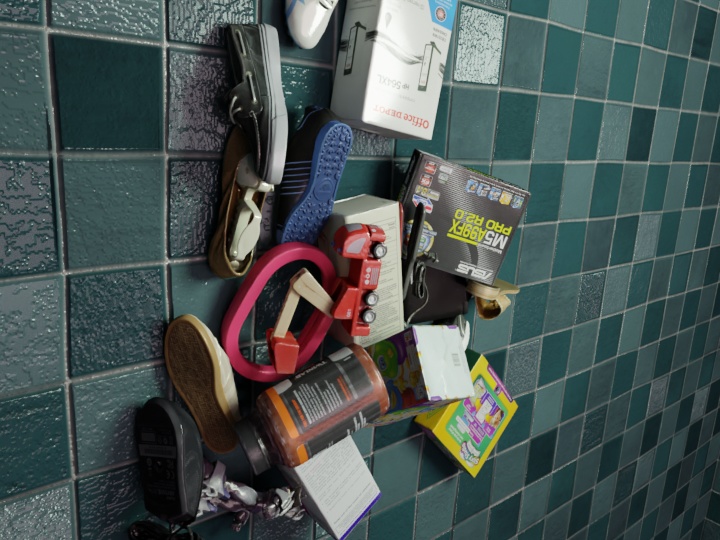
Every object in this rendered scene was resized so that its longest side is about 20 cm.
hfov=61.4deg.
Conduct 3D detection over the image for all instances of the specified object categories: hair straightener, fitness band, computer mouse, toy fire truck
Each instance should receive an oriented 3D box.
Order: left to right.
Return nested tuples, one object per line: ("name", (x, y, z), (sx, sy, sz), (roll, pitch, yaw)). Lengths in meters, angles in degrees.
("computer mouse", (-0.238, 0.258, 0.767), (0.052, 0.136, 0.206), (-4, 93, -57))
("fitness band", (-0.108, 0.058, 0.839), (0.142, 0.037, 0.203), (28, 94, -34))
("toy fire truck", (-0.047, 0.034, 0.807), (0.138, 0.049, 0.205), (3, 107, -23))
("hair straightener", (0.085, -0.005, 0.927), (0.075, 0.041, 0.205), (-2, 110, -9))

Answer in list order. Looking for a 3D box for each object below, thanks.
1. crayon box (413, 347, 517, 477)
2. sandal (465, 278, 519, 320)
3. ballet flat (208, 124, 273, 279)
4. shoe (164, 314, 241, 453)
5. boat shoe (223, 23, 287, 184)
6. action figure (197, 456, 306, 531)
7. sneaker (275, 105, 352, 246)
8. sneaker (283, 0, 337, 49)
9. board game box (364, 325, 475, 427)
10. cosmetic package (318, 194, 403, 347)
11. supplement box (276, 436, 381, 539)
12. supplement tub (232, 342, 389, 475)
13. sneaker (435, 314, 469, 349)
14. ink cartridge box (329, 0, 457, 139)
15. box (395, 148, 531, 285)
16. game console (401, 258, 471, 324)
("crayon box", (0.210, 0.278, 1.184), (0.174, 0.058, 0.201), (-51, 129, -16))
("sandal", (0.221, 0.053, 1.069), (0.211, 0.076, 0.071), (1, 110, -65))
("ballet flat", (-0.145, -0.085, 0.764), (0.067, 0.072, 0.205), (12, 94, -42))
("shoe", (-0.204, 0.144, 0.799), (0.068, 0.054, 0.204), (-8, 112, 8))
("boat shoe", (-0.130, -0.200, 0.728), (0.069, 0.072, 0.205), (-2, 75, -22))
("action figure", (-0.162, 0.325, 0.852), (0.198, 0.070, 0.130), (26, 129, -30))
("sneaker", (-0.075, -0.122, 0.824), (0.069, 0.078, 0.203), (3, 121, -43))
("sneaker", (-0.039, -0.381, 0.771), (0.071, 0.072, 0.204), (22, 89, -43))
("board game box", (0.055, 0.164, 0.908), (0.101, 0.199, 0.107), (5, 64, -40))
("cosmetic package", (0.000, 0.000, 0.903), (0.102, 0.087, 0.205), (-16, 113, -33))
("supplement box", (-0.062, 0.296, 0.926), (0.103, 0.100, 0.203), (-41, 126, -24))
("supplement tub", (-0.066, 0.186, 0.803), (0.197, 0.107, 0.109), (-26, 119, -19))
("sneaker", (0.115, 0.141, 1.053), (0.086, 0.080, 0.202), (46, 66, -27))
("ink cartridge box", (0.046, -0.298, 0.859), (0.144, 0.083, 0.205), (2, 100, -41))
("box", (0.149, -0.081, 0.956), (0.196, 0.044, 0.163), (17, 106, -15))
("game console", (0.138, -0.032, 1.059), (0.172, 0.117, 0.205), (-10, 111, -6))
